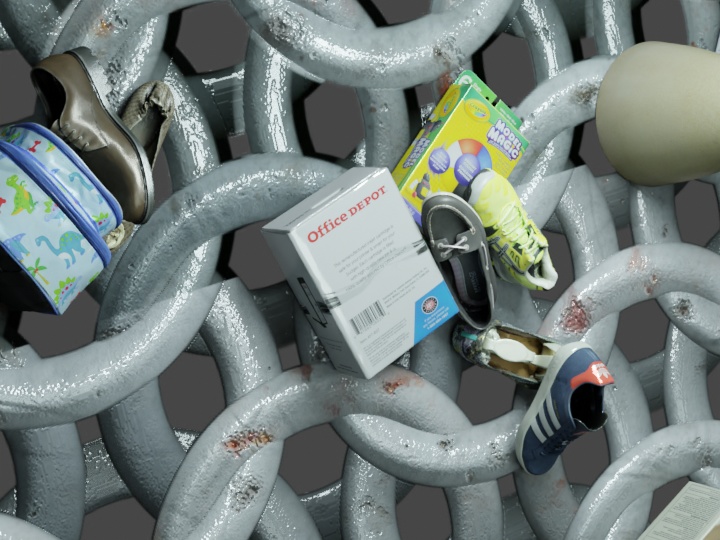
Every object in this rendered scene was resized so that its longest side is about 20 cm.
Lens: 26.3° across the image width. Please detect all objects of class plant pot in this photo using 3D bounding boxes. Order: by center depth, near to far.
[{"bbox_3d":[0.428,-0.195,1.915,0.187,0.200,0.188,-3,96,-29],"label":"plant pot"}]

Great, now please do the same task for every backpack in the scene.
[{"bbox_3d":[-0.328,-0.054,1.513,0.147,0.200,0.183,-46,112,-15],"label":"backpack"}]

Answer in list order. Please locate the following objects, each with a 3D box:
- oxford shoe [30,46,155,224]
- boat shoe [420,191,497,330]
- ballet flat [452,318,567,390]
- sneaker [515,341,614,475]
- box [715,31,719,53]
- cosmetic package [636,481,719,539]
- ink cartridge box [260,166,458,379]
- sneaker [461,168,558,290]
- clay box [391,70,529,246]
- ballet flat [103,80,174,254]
[{"bbox_3d":[-0.280,-0.129,1.579,0.084,0.073,0.200,-23,79,-44],"label":"oxford shoe"},{"bbox_3d":[0.121,-0.009,1.790,0.067,0.057,0.200,-16,136,9],"label":"boat shoe"},{"bbox_3d":[0.207,0.108,1.896,0.200,0.072,0.072,18,86,-29],"label":"ballet flat"},{"bbox_3d":[0.252,0.187,1.878,0.075,0.085,0.201,-13,132,-34],"label":"sneaker"},{"bbox_3d":[0.568,-0.316,1.980,0.105,0.200,0.185,16,87,-30],"label":"box"},{"bbox_3d":[0.417,0.377,2.014,0.200,0.105,0.071,-43,112,-17],"label":"cosmetic package"},{"bbox_3d":[0.000,0.000,1.764,0.146,0.084,0.200,-35,109,-21],"label":"ink cartridge box"},{"bbox_3d":[0.183,-0.049,1.828,0.075,0.076,0.200,-53,139,-13],"label":"sneaker"},{"bbox_3d":[0.119,-0.130,1.838,0.115,0.048,0.200,40,77,-28],"label":"clay box"},{"bbox_3d":[-0.246,-0.109,1.642,0.067,0.046,0.201,26,82,-27],"label":"ballet flat"}]
